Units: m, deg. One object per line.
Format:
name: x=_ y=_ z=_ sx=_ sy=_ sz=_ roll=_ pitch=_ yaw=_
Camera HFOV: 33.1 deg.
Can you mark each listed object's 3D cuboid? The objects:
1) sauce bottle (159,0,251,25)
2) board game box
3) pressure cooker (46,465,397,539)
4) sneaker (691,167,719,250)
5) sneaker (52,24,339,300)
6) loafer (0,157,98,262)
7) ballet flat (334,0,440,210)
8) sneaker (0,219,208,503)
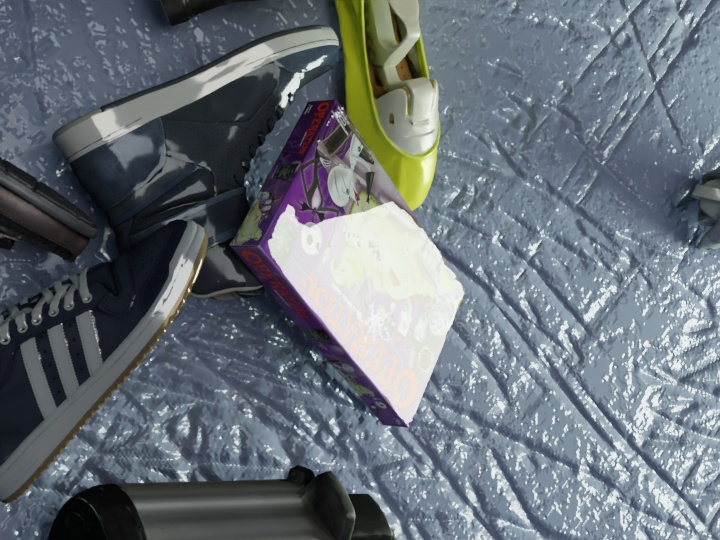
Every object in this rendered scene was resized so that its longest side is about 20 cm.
sauce bottle: x=-0.039 y=-0.214 z=0.790 sx=0.200 sy=0.066 sz=0.066 roll=-19 pitch=95 yaw=-3
board game box: x=0.000 y=0.000 z=0.793 sx=0.200 sy=0.032 sz=0.120 roll=52 pitch=55 yaw=-40
pressure cooker: x=-0.071 y=0.205 z=0.699 sx=0.200 sy=0.176 sz=0.179 roll=5 pitch=73 yaw=-30
sneaker: x=0.351 y=-0.045 z=1.028 sx=0.200 sy=0.115 sz=0.075 roll=25 pitch=70 yaw=-62
sneaker: x=-0.075 y=-0.063 z=0.775 sx=0.202 sy=0.077 sz=0.146 roll=-30 pitch=96 yaw=-25
loafer: x=-0.250 y=-0.053 z=0.692 sx=0.200 sy=0.072 sz=0.063 roll=32 pitch=90 yaw=-17
ballet flat: x=0.023 y=-0.142 z=0.848 sx=0.067 sy=0.067 sz=0.200 roll=-11 pitch=91 yaw=-33
sneaker: x=-0.182 y=0.029 z=0.680 sx=0.108 sy=0.070 sz=0.200 roll=39 pitch=97 yaw=-17
